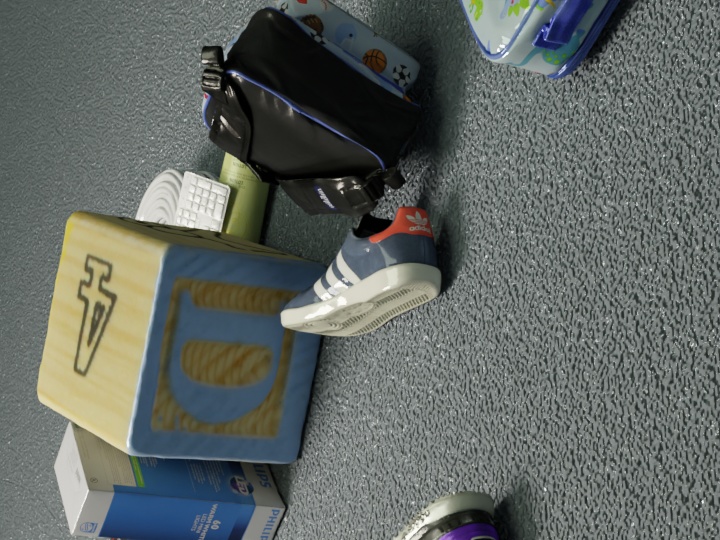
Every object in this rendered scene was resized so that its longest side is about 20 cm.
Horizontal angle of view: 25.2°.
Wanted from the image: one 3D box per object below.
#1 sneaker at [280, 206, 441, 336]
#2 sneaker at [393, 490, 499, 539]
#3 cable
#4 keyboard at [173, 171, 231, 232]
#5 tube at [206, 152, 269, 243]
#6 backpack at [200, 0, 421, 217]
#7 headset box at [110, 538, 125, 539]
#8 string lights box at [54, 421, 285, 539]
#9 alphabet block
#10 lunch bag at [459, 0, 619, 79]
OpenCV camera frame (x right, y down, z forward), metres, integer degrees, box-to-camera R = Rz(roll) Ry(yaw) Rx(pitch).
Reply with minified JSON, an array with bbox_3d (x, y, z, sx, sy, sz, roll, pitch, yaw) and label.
[{"bbox_3d":[0.000,0.000,1.390,0.200,0.075,0.085,-23,63,48],"label":"sneaker"},{"bbox_3d":[0.046,0.260,1.216,0.200,0.069,0.100,-57,37,40],"label":"sneaker"},{"bbox_3d":[-0.205,-0.014,1.799,0.200,0.069,0.201,8,89,63],"label":"cable"},{"bbox_3d":[-0.180,-0.001,1.684,0.056,0.011,0.201,22,107,26],"label":"keyboard"},{"bbox_3d":[-0.129,-0.053,1.679,0.058,0.052,0.201,28,106,59],"label":"tube"},{"bbox_3d":[-0.050,-0.146,1.415,0.154,0.200,0.190,-57,10,-23],"label":"backpack"},{"bbox_3d":[-0.191,0.281,1.671,0.200,0.077,0.150,37,116,59],"label":"headset box"},{"bbox_3d":[-0.182,0.206,1.538,0.059,0.199,0.103,-66,30,25],"label":"string lights box"},{"bbox_3d":[-0.171,0.062,1.540,0.200,0.195,0.197,18,97,54],"label":"alphabet block"},{"bbox_3d":[0.146,-0.250,1.165,0.200,0.082,0.161,-61,32,35],"label":"lunch bag"}]
